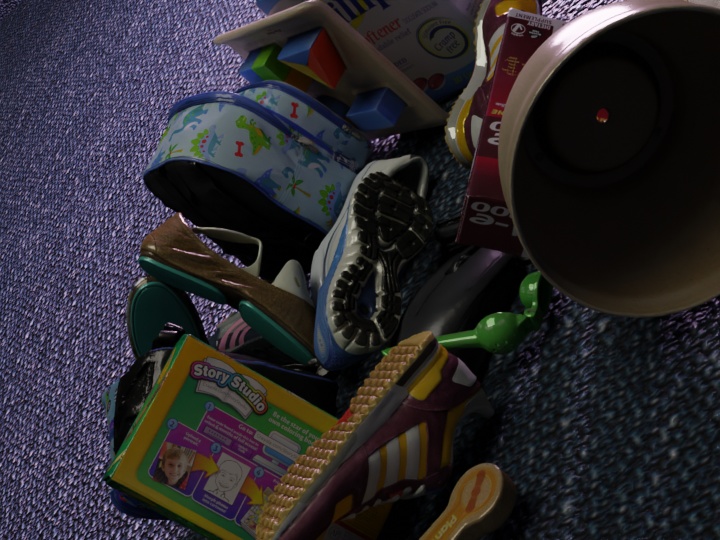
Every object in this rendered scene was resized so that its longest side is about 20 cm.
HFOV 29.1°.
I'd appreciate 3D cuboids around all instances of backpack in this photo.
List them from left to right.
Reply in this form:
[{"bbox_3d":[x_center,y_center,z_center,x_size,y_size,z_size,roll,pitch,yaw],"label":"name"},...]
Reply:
[{"bbox_3d":[-0.131,0.145,1.162,0.200,0.181,0.136,-35,47,55],"label":"backpack"},{"bbox_3d":[-0.099,-0.095,1.349,0.182,0.199,0.148,-12,52,54],"label":"backpack"}]

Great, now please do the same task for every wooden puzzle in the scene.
[{"bbox_3d":[-0.030,-0.176,1.342,0.184,0.199,0.047,-4,57,57],"label":"wooden puzzle"}]

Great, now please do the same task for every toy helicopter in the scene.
[{"bbox_3d":[0.035,0.214,0.920,0.200,0.079,0.132,-50,28,0],"label":"toy helicopter"}]

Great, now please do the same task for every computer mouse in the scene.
[{"bbox_3d":[0.070,0.025,1.109,0.138,0.053,0.202,-11,49,53],"label":"computer mouse"}]

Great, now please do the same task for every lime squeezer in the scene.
[{"bbox_3d":[0.114,0.022,1.043,0.199,0.038,0.071,-40,33,-8],"label":"lime squeezer"}]

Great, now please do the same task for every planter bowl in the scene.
[{"bbox_3d":[0.175,-0.089,0.915,0.201,0.200,0.135,-48,24,11],"label":"planter bowl"}]

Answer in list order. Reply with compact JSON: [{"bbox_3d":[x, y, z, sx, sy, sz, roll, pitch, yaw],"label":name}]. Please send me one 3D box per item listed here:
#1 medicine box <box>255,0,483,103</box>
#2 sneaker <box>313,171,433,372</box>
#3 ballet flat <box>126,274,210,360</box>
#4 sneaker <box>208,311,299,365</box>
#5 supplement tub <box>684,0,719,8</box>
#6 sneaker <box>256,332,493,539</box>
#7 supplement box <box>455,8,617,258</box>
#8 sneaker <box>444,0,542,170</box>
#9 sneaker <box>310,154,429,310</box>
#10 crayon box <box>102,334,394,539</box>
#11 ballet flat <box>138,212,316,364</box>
[{"bbox_3d":[0.034,-0.264,1.340,0.181,0.199,0.104,-22,40,47],"label":"medicine box"},{"bbox_3d":[0.000,0.000,1.158,0.089,0.078,0.201,-48,15,48],"label":"sneaker"},{"bbox_3d":[-0.165,0.084,1.279,0.071,0.202,0.072,-15,25,7],"label":"ballet flat"},{"bbox_3d":[-0.083,0.054,1.302,0.199,0.070,0.083,-18,46,47],"label":"sneaker"},{"bbox_3d":[0.280,-0.232,0.966,0.144,0.144,0.201,-44,28,17],"label":"supplement tub"},{"bbox_3d":[0.014,0.142,0.976,0.200,0.090,0.075,-49,10,-14],"label":"sneaker"},{"bbox_3d":[0.145,-0.102,1.062,0.061,0.108,0.202,97,-174,-54],"label":"supplement box"},{"bbox_3d":[0.144,-0.179,1.220,0.090,0.075,0.202,-8,57,44],"label":"sneaker"},{"bbox_3d":[0.011,-0.029,1.245,0.071,0.073,0.202,-26,38,45],"label":"sneaker"},{"bbox_3d":[-0.075,0.149,1.028,0.120,0.199,0.058,-62,7,-18],"label":"crayon box"},{"bbox_3d":[-0.095,0.011,1.197,0.073,0.199,0.068,-58,-10,-18],"label":"ballet flat"}]
